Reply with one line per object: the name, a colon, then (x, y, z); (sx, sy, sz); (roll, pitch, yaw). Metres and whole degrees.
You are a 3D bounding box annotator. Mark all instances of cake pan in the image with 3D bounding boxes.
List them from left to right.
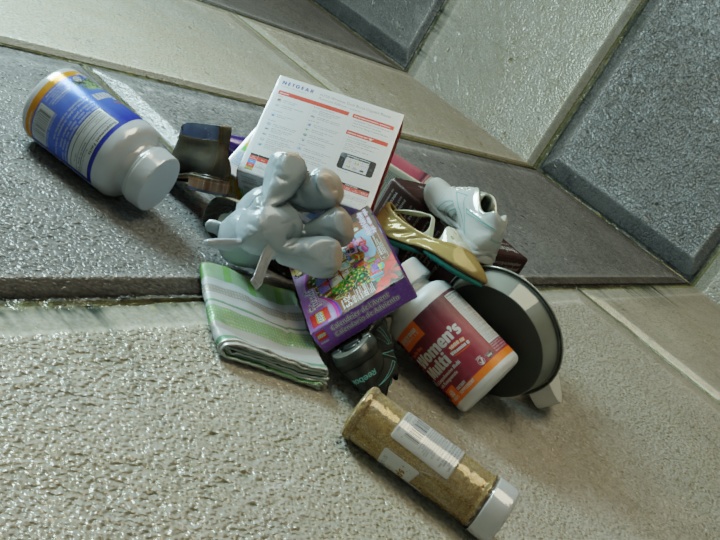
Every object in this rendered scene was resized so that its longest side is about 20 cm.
cake pan: (0.188, 0.092, 1.345); (0.200, 0.201, 0.037); (39, 43, 20)

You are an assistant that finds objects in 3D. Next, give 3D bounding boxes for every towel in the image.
towel: (-0.121, 0.059, 1.175); (0.148, 0.031, 0.200); (23, 21, -27)

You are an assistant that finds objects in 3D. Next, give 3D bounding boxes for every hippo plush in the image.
hippo plush: (-0.111, -0.041, 1.249); (0.159, 0.201, 0.161); (41, -26, -13)

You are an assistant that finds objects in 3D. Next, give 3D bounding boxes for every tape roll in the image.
tape roll: (0.259, 0.108, 1.452); (0.203, 0.037, 0.205); (-18, 90, -74)

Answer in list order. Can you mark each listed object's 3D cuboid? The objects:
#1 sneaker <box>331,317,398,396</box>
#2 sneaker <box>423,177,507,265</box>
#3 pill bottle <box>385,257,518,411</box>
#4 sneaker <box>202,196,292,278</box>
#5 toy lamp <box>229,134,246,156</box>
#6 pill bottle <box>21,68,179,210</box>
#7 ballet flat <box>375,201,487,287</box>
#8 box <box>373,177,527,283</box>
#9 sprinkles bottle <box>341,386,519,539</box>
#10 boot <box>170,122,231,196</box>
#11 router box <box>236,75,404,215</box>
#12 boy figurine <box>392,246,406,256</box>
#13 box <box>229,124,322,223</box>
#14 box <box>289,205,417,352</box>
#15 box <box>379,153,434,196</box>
sneaker: (0.009, 0.111, 1.218); (0.080, 0.075, 0.200); (58, 13, -7)
sneaker: (0.158, -0.090, 1.393); (0.070, 0.081, 0.201); (13, 27, -32)
pill bottle: (0.110, 0.084, 1.304); (0.200, 0.110, 0.109); (46, 22, 12)
sneaker: (-0.132, -0.055, 1.382); (0.199, 0.077, 0.089); (29, 11, -16)
toy lamp: (-0.157, -0.182, 1.669); (0.199, 0.058, 0.058); (24, 21, -26)
pill bottle: (-0.340, -0.170, 1.271); (0.199, 0.113, 0.112); (36, 20, 11)
ballet flat: (0.098, -0.043, 1.324); (0.199, 0.063, 0.069); (26, -3, 29)
box: (0.117, -0.017, 1.515); (0.165, 0.165, 0.200); (6, 32, -51)
sprinkles bottle: (0.076, 0.211, 1.049); (0.199, 0.069, 0.068); (36, 20, 10)
boot: (-0.239, -0.173, 1.392); (0.074, 0.098, 0.199); (5, 12, -39)
router box: (-0.055, -0.173, 1.387); (0.198, 0.049, 0.181); (19, 64, 4)
boy figurine: (0.000, 0.000, 1.378); (0.125, 0.064, 0.200); (57, 40, -14)
box: (-0.100, -0.116, 1.440); (0.199, 0.113, 0.102); (32, -25, 11)
box: (-0.017, 0.006, 1.243); (0.039, 0.136, 0.200); (55, 5, -32)
box: (0.039, -0.150, 1.776); (0.199, 0.128, 0.109); (33, 18, 0)
